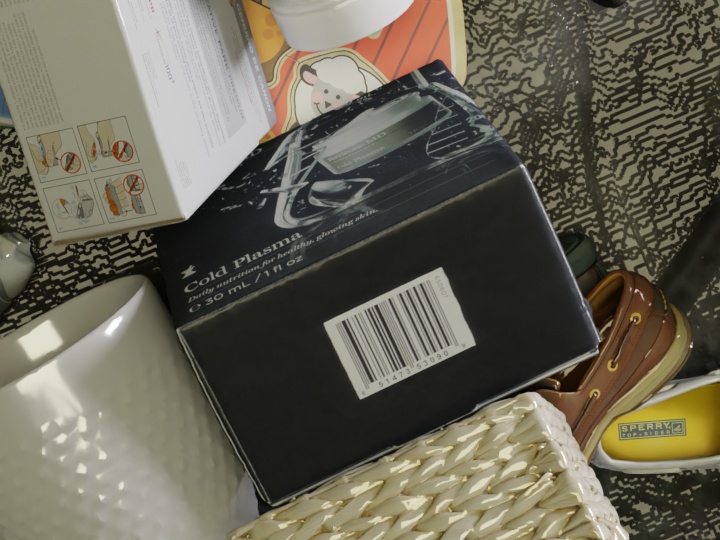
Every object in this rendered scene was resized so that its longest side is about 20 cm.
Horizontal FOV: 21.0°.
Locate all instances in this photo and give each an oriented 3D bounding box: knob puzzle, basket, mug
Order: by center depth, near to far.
[{"bbox_3d":[0.045,0.160,1.031,0.200,0.136,0.124,-25,74,9],"label":"basket"},{"bbox_3d":[-0.159,0.128,1.069,0.200,0.148,0.176,-31,102,-6],"label":"mug"},{"bbox_3d":[-0.026,-0.156,1.163,0.219,0.030,0.220,0,93,-1],"label":"knob puzzle"}]

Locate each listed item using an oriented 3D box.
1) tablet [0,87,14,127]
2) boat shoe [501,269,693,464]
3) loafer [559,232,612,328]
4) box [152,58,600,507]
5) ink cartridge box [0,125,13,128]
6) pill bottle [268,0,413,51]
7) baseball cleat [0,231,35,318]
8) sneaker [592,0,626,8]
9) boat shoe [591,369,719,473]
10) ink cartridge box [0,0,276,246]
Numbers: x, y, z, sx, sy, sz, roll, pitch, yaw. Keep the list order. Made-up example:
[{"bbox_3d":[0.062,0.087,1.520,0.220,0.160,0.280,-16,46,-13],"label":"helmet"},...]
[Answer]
[{"bbox_3d":[-0.163,-0.178,1.116,0.130,0.014,0.201,6,88,-42],"label":"tablet"},{"bbox_3d":[0.105,0.080,1.127,0.200,0.072,0.068,-47,129,-4],"label":"boat shoe"},{"bbox_3d":[0.066,0.055,1.161,0.200,0.072,0.063,-33,104,-3],"label":"loafer"},{"bbox_3d":[0.000,0.000,1.078,0.200,0.197,0.124,-26,113,0],"label":"box"},{"bbox_3d":[-0.302,-0.155,1.127,0.199,0.084,0.146,-1,93,-1],"label":"ink cartridge box"},{"bbox_3d":[-0.041,-0.226,1.064,0.111,0.111,0.200,-25,118,0],"label":"pill bottle"},{"bbox_3d":[-0.263,0.006,1.091,0.070,0.200,0.107,32,96,35],"label":"baseball cleat"},{"bbox_3d":[0.127,-0.262,1.140,0.115,0.076,0.200,-38,93,-2],"label":"sneaker"},{"bbox_3d":[0.232,0.086,1.157,0.201,0.086,0.075,-6,94,-1],"label":"boat shoe"},{"bbox_3d":[-0.131,-0.140,1.063,0.084,0.176,0.200,-10,107,19],"label":"ink cartridge box"}]
